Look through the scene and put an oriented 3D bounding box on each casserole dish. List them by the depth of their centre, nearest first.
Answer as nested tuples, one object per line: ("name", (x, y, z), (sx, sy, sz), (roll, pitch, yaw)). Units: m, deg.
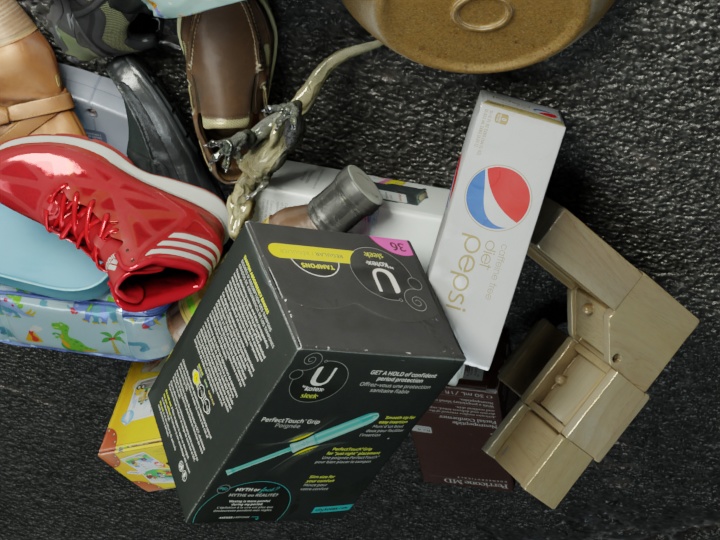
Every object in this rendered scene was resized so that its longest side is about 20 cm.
("casserole dish", (-0.273, -0.033, 1.232), (0.199, 0.122, 0.039), (13, 147, 14))

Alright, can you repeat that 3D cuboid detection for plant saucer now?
("plant saucer", (0.081, -0.186, 0.977), (0.199, 0.036, 0.200), (1, 154, 0))

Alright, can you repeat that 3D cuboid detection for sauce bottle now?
("sauce bottle", (-0.067, -0.006, 1.143), (0.200, 0.065, 0.065), (-41, 122, 18))

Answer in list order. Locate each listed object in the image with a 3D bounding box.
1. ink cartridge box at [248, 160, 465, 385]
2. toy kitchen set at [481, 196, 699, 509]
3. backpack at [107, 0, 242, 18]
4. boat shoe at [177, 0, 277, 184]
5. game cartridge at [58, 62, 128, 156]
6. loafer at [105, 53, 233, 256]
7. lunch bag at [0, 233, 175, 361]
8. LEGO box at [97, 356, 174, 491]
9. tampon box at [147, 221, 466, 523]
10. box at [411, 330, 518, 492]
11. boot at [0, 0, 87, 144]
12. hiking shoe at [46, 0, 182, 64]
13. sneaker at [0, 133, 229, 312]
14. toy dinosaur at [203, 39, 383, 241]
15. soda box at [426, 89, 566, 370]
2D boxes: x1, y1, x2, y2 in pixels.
("ink cartridge box", (0.000, 0.000, 1.214), (0.199, 0.083, 0.146), (11, 111, 3))
("toy kitchen set", (0.135, 0.052, 1.241), (0.180, 0.200, 0.163), (36, -178, -28))
("backpack", (-0.090, -0.241, 0.930), (0.199, 0.127, 0.167), (-6, 137, 23))
("boat shoe", (-0.097, -0.140, 1.109), (0.074, 0.075, 0.203), (-4, 148, -1))
("game cartridge", (-0.275, -0.126, 1.245), (0.199, 0.041, 0.133), (12, 149, 5))
("loafer", (-0.161, -0.083, 1.180), (0.070, 0.068, 0.201), (-26, 124, -2))
("lunch bag", (-0.240, -0.007, 1.292), (0.199, 0.161, 0.083), (7, 136, 10))
("LEGO box", (-0.132, 0.114, 1.356), (0.199, 0.149, 0.077), (-14, 137, 37))
("tampon box", (-0.047, 0.080, 1.098), (0.149, 0.127, 0.200), (6, 134, -35))
("box", (0.102, 0.138, 1.443), (0.100, 0.075, 0.200), (4, 146, 15))
("boot", (-0.328, -0.130, 1.166), (0.199, 0.074, 0.155), (-19, 112, 23))
("hiking shoe", (-0.191, -0.228, 1.047), (0.100, 0.076, 0.200), (-2, 152, 10))
("sneaker", (-0.201, -0.037, 1.111), (0.199, 0.116, 0.079), (13, 122, -3))
("toy dinosaur", (-0.062, -0.104, 1.091), (0.047, 0.088, 0.200), (46, 113, 11))
("soda box", (0.095, -0.031, 1.114), (0.068, 0.064, 0.201), (16, 106, 0))
